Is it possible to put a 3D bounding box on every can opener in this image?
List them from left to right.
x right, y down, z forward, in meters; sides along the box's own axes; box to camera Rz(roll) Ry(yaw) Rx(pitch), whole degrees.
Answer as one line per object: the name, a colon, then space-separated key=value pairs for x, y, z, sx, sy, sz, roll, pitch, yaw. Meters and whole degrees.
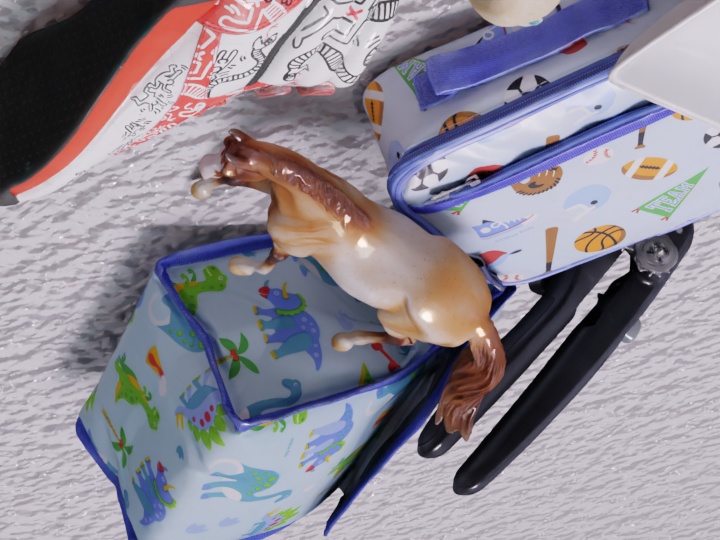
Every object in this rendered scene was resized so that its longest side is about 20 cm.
can opener: x=0.103 y=0.034 z=1.017 sx=0.200 sy=0.063 sz=0.079 roll=-54 pitch=-176 yaw=-23

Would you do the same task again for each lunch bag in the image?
lunch bag: x=-0.028 y=0.063 z=1.073 sx=0.200 sy=0.128 sz=0.170 roll=-15 pitch=155 yaw=-34
lunch bag: x=0.104 y=-0.068 z=0.928 sx=0.200 sy=0.076 sz=0.160 roll=-24 pitch=151 yaw=15

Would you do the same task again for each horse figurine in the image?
horse figurine: x=0.000 y=0.000 z=0.918 sx=0.200 sy=0.050 sz=0.133 roll=38 pitch=156 yaw=-16

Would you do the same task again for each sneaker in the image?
sneaker: x=-0.070 y=-0.080 z=0.816 sx=0.108 sy=0.067 sz=0.201 roll=12 pitch=140 yaw=-40

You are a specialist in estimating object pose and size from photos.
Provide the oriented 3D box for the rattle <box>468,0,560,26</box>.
rattle: x=0.002 y=-0.127 z=0.710 sx=0.143 sy=0.130 sz=0.200 roll=-31 pitch=-178 yaw=-8

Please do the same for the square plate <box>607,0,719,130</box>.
square plate: x=0.230 y=-0.114 z=0.815 sx=0.198 sy=0.028 sz=0.200 roll=17 pitch=138 yaw=-41
